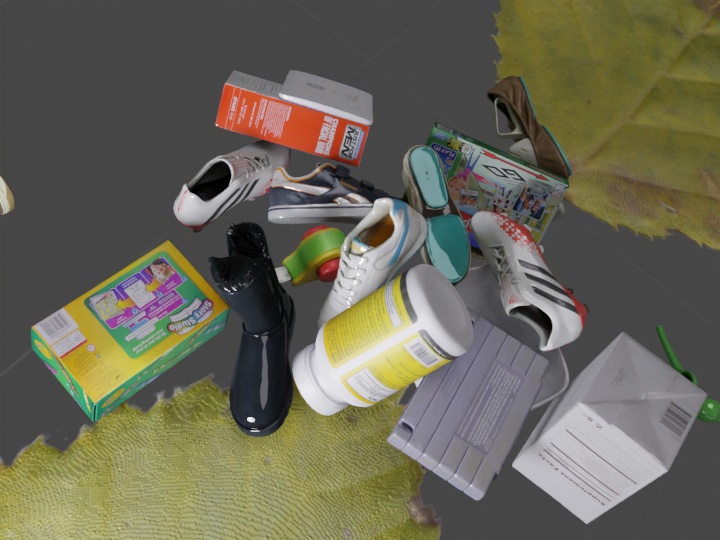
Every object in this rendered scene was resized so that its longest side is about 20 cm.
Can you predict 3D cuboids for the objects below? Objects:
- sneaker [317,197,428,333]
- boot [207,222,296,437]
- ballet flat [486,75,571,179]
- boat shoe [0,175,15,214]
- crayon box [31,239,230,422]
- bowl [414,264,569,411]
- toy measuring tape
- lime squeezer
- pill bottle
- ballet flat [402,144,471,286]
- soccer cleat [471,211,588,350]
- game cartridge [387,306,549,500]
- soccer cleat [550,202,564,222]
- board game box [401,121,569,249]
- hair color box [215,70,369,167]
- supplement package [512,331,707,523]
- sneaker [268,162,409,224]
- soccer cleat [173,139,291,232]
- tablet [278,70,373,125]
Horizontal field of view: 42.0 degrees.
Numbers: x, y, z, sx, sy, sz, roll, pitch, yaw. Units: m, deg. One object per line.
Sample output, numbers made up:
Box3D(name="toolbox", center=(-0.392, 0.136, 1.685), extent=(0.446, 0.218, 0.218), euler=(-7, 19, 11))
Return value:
Box3D(name="sneaker", center=(0.000, 0.000, 1.161), extent=(0.076, 0.081, 0.201), euler=(31, 91, 37))
Box3D(name="boot", center=(-0.128, 0.065, 1.069), extent=(0.076, 0.169, 0.201), euler=(-3, 54, 13))
Box3D(name="ballet flat", center=(0.245, -0.207, 1.413), extent=(0.072, 0.068, 0.201), euler=(-20, 66, -4))
Box3D(name="boat shoe", center=(-0.508, -0.135, 1.139), extent=(0.201, 0.072, 0.066), euler=(43, 53, 5))
Box3D(name="crayon box", center=(-0.266, 0.067, 1.098), extent=(0.200, 0.058, 0.119), euler=(-37, 76, -31))
Box3D(name="bowl", center=(0.144, 0.104, 1.188), extent=(0.198, 0.075, 0.201), euler=(-14, 64, -23))
Box3D(name="toy measuring tape", center=(-0.079, -0.013, 1.194), extent=(0.199, 0.074, 0.074), euler=(-17, 66, -25))
Box3D(name="lime squeezer", center=(0.461, 0.160, 1.270), extent=(0.070, 0.038, 0.200), euler=(-32, 72, -29))
Box3D(name="pill bottle", center=(0.022, 0.086, 1.083), extent=(0.112, 0.199, 0.113), euler=(44, 27, -30))
Box3D(name="ballet flat", center=(0.097, -0.065, 1.214), extent=(0.067, 0.062, 0.201), euler=(-6, 72, -14))
Box3D(name="soccer cleat", center=(0.198, 0.011, 1.168), extent=(0.085, 0.069, 0.200), euler=(-31, 78, -34))
Box3D(name="game cartridge", center=(0.131, 0.153, 1.095), extent=(0.129, 0.038, 0.200), euler=(35, 57, 0))
Box3D(name="soccer cleat", center=(0.198, -0.119, 1.341), extent=(0.198, 0.069, 0.078), euler=(13, 54, -5))
Box3D(name="board game box", center=(0.166, -0.101, 1.283), extent=(0.199, 0.135, 0.029), euler=(23, 24, -2))
Box3D(name="hair color box", center=(-0.090, -0.208, 1.281), extent=(0.199, 0.064, 0.111), euler=(14, 19, -6))
Box3D(name="supplement package", center=(0.288, 0.190, 1.103), extent=(0.119, 0.200, 0.121), euler=(37, 57, 8))
Box3D(name="sneaker", center=(-0.024, -0.103, 1.249), extent=(0.198, 0.078, 0.080), euler=(1, 82, -15))
Box3D(name="soccer cleat", center=(-0.161, -0.126, 1.226), extent=(0.069, 0.085, 0.200), euler=(45, 58, 12))
Box3D(name="tablet", center=(-0.044, -0.244, 1.305), extent=(0.129, 0.014, 0.200), euler=(16, 19, -6))
